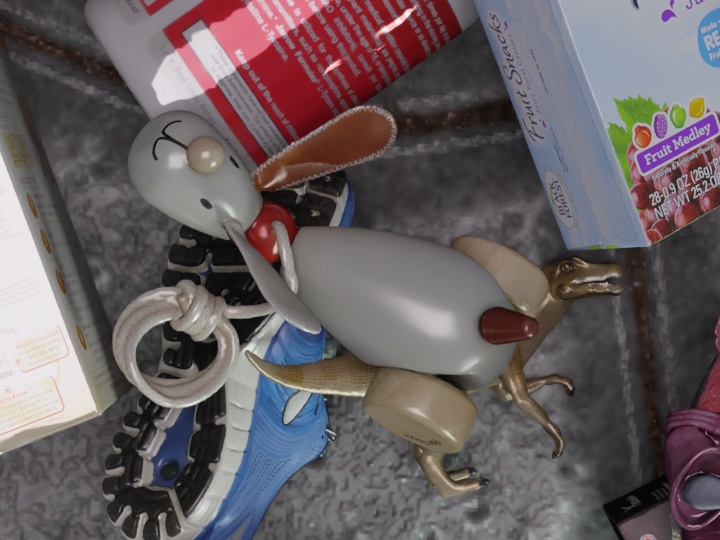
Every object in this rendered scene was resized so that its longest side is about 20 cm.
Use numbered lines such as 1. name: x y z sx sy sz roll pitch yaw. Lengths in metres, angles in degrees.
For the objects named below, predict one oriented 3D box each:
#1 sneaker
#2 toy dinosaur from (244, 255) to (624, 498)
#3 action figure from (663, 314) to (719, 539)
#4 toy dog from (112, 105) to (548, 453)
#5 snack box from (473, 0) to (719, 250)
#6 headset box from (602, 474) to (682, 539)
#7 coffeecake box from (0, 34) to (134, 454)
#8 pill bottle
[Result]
1. sneaker: -0.051 0.043 1.197 0.078 0.089 0.201 14 73 31
2. toy dinosaur: 0.034 0.051 1.194 0.199 0.058 0.102 -17 93 -26
3. action figure: 0.168 0.118 1.127 0.148 0.133 0.202 -19 74 43
4. toy dog: 0.000 0.000 1.099 0.199 0.096 0.133 12 76 -23
5. snack box: 0.150 -0.125 1.138 0.199 0.068 0.170 -27 102 -31
6. headset box: 0.234 0.133 1.195 0.199 0.077 0.150 -26 91 2
7. coffeecake box: -0.173 -0.024 1.148 0.073 0.154 0.201 -20 91 1
8. pill bottle: -0.016 -0.132 1.168 0.199 0.112 0.113 -35 92 1
